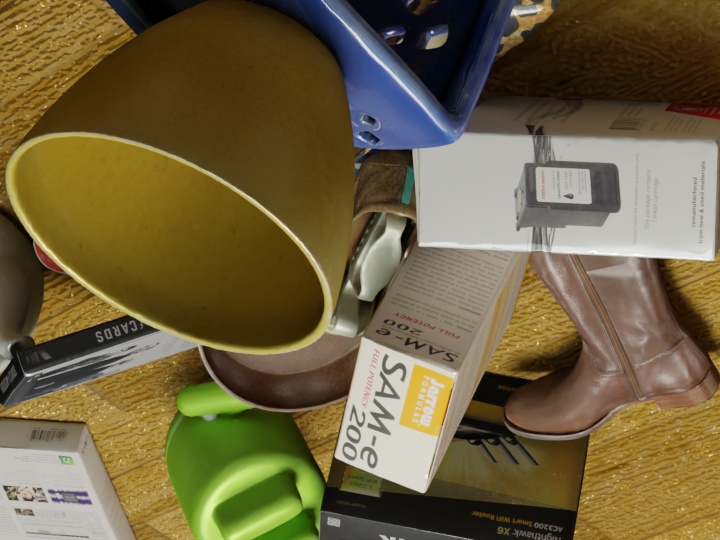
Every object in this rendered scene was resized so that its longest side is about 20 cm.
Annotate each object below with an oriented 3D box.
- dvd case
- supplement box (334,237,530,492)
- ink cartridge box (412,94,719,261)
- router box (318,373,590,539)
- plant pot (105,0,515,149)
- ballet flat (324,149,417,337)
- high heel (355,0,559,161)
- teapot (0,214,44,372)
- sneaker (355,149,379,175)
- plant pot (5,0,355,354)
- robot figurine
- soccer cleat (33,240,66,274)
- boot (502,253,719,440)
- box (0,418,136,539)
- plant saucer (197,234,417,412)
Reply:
[{"bbox_3d":[-0.175,0.054,1.801,0.199,0.025,0.150,-19,173,-18],"label":"dvd case"},{"bbox_3d":[0.056,0.039,1.660,0.073,0.200,0.127,21,133,9],"label":"supplement box"},{"bbox_3d":[0.144,-0.064,1.566,0.198,0.145,0.084,3,103,14],"label":"ink cartridge box"},{"bbox_3d":[0.078,0.157,1.871,0.198,0.158,0.052,10,143,5],"label":"router box"},{"bbox_3d":[-0.032,-0.193,1.438,0.179,0.201,0.200,-11,136,39],"label":"plant pot"},{"bbox_3d":[0.000,0.000,1.654,0.067,0.073,0.200,14,136,-16],"label":"ballet flat"},{"bbox_3d":[0.037,-0.117,1.547,0.199,0.143,0.071,-13,135,31],"label":"high heel"},{"bbox_3d":[-0.355,0.038,1.869,0.196,0.147,0.200,20,143,-7],"label":"teapot"},{"bbox_3d":[-0.035,-0.098,1.657,0.198,0.074,0.082,8,142,-5],"label":"sneaker"},{"bbox_3d":[-0.081,-0.068,1.338,0.199,0.143,0.200,20,151,11],"label":"plant pot"},{"bbox_3d":[-0.095,0.168,1.925,0.115,0.200,0.176,-29,121,-3],"label":"robot figurine"},{"bbox_3d":[-0.149,-0.024,1.798,0.198,0.069,0.085,-2,174,0],"label":"soccer cleat"},{"bbox_3d":[0.157,0.038,1.774,0.185,0.065,0.200,-16,135,22],"label":"boot"},{"bbox_3d":[-0.295,0.206,2.156,0.143,0.037,0.201,3,140,14],"label":"box"},{"bbox_3d":[-0.035,0.012,1.751,0.199,0.035,0.201,-14,127,-19],"label":"plant saucer"}]
